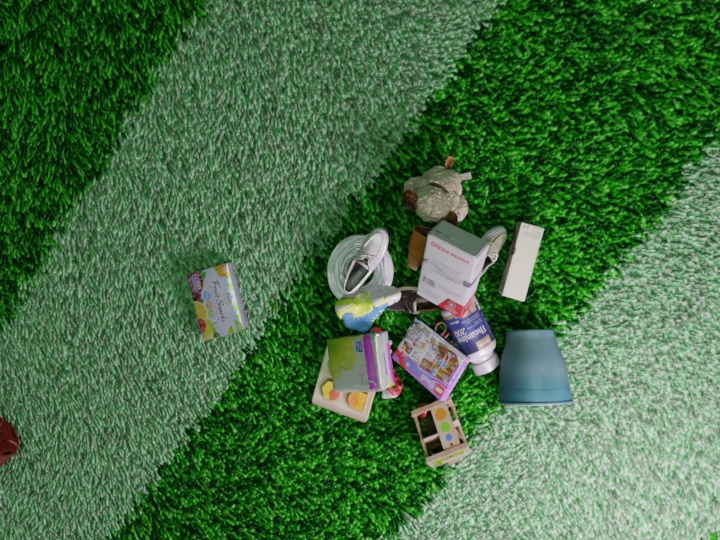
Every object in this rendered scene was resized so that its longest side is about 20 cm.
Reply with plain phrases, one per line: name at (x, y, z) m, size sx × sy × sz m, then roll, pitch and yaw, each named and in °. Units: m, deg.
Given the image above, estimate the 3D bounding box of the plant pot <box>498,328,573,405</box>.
plant pot at (0.465, 0.259, 1.427) m, size 0.191 × 0.200 × 0.196 m, roll -3°, pitch 81°, yaw 7°

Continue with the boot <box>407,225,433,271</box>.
boot at (0.222, -0.037, 1.453) m, size 0.195 × 0.072 × 0.147 m, roll 22°, pitch 139°, yaw 10°

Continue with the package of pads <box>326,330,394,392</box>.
package of pads at (-0.001, 0.260, 1.478) m, size 0.195 × 0.067 × 0.161 m, roll -11°, pitch 86°, yaw 39°

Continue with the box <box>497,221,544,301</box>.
box at (0.441, -0.026, 1.455) m, size 0.066 × 0.082 × 0.208 m, roll 14°, pitch 95°, yaw 5°

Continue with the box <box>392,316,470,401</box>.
box at (0.195, 0.245, 1.478) m, size 0.198 × 0.039 × 0.140 m, roll 37°, pitch 98°, yaw 36°

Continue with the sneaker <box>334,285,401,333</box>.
sneaker at (0.030, 0.111, 1.470) m, size 0.193 × 0.077 × 0.108 m, roll -12°, pitch 117°, yaw 18°

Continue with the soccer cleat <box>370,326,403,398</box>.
soccer cleat at (0.061, 0.267, 1.516) m, size 0.085 × 0.067 × 0.206 m, roll -37°, pitch 66°, yaw 46°

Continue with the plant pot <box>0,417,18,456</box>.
plant pot at (-1.223, 0.584, 1.677) m, size 0.192 × 0.201 × 0.204 m, roll -34°, pitch 90°, yaw 0°

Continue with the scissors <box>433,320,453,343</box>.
scissors at (0.192, 0.228, 1.542) m, size 0.199 × 0.014 × 0.074 m, roll -41°, pitch 89°, yaw 8°

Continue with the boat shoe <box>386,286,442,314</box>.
boat shoe at (0.154, 0.088, 1.489) m, size 0.193 × 0.066 × 0.074 m, roll -12°, pitch 132°, yaw 21°

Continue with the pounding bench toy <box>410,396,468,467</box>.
pounding bench toy at (0.233, 0.463, 1.510) m, size 0.120 × 0.201 × 0.160 m, roll -21°, pitch 61°, yaw 6°

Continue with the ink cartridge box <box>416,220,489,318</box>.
ink cartridge box at (0.235, -0.004, 1.358) m, size 0.141 × 0.083 × 0.205 m, roll 29°, pitch 136°, yaw 24°

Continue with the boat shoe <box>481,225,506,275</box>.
boat shoe at (0.344, -0.039, 1.443) m, size 0.200 × 0.073 × 0.061 m, roll -45°, pitch 46°, yaw -14°

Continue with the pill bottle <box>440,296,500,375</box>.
pill bottle at (0.312, 0.181, 1.473) m, size 0.108 × 0.111 × 0.205 m, roll -26°, pitch 91°, yaw 9°

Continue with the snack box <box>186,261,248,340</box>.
snack box at (-0.430, 0.092, 1.591) m, size 0.137 × 0.053 × 0.208 m, roll -14°, pitch 93°, yaw 7°

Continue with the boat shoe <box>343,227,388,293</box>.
boat shoe at (0.011, -0.025, 1.447) m, size 0.071 × 0.066 × 0.203 m, roll 36°, pitch 100°, yaw 2°

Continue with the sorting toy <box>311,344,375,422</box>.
sorting toy at (-0.040, 0.334, 1.570) m, size 0.179 × 0.036 × 0.208 m, roll 17°, pitch 97°, yaw 5°

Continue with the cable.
cable at (0.000, 0.000, 1.520) m, size 0.192 × 0.069 × 0.208 m, roll -11°, pitch 95°, yaw 8°

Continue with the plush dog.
plush dog at (0.204, -0.197, 1.402) m, size 0.194 × 0.175 × 0.163 m, roll 24°, pitch 140°, yaw 3°
